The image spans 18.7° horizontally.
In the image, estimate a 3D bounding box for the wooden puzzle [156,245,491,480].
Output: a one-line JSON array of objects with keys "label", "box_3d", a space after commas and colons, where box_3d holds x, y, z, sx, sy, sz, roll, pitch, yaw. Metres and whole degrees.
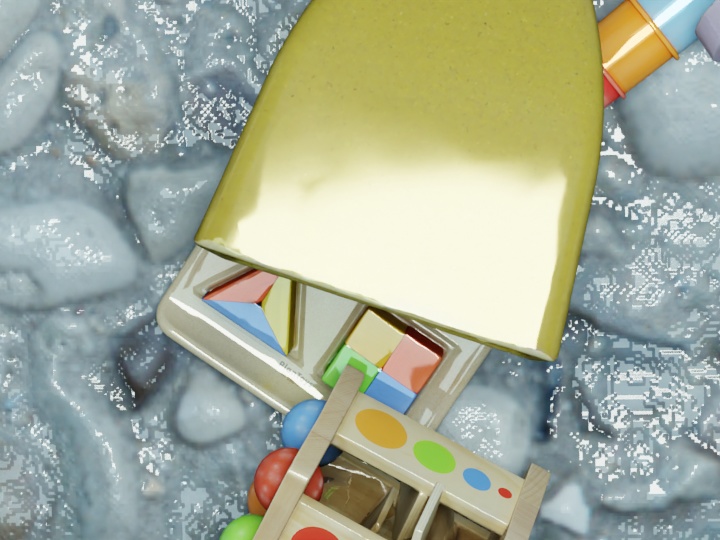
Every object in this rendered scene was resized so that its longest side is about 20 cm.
[{"label": "wooden puzzle", "box_3d": [0.000, 0.000, 1.311, 0.185, 0.046, 0.200, 34, 97, 0]}]

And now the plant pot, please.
[{"label": "plant pot", "box_3d": [0.040, -0.074, 1.190, 0.195, 0.194, 0.201, 19, 89, 2]}]

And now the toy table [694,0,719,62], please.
[{"label": "toy table", "box_3d": [0.304, -0.144, 1.223, 0.200, 0.184, 0.117, -37, 75, 14]}]

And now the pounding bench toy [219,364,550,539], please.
[{"label": "pounding bench toy", "box_3d": [-0.009, 0.185, 1.288, 0.156, 0.124, 0.200, 28, 121, 2]}]

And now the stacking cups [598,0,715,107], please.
[{"label": "stacking cups", "box_3d": [0.190, -0.153, 1.280, 0.200, 0.061, 0.061, -41, 92, 9]}]
